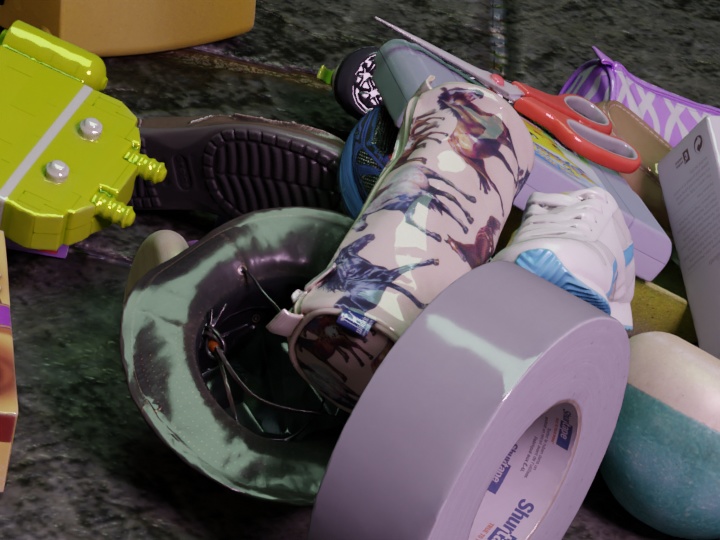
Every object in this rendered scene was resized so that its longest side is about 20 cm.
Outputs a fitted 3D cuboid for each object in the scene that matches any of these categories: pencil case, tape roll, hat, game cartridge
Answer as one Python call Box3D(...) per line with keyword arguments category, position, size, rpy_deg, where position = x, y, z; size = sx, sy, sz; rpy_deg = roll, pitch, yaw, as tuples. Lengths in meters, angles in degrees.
Box3D(category="pencil case", position=(0.028, -0.017, 1.376), size=(0.089, 0.078, 0.200), rpy_deg=(40, 52, -16))
Box3D(category="tape roll", position=(0.057, 0.098, 1.273), size=(0.066, 0.200, 0.200), rpy_deg=(28, 31, 24))
Box3D(category="hat", position=(-0.042, 0.064, 1.400), size=(0.200, 0.081, 0.201), rpy_deg=(8, 53, -11))
Box3D(category="game cartridge", position=(0.102, -0.068, 1.555), size=(0.200, 0.040, 0.133), rpy_deg=(30, 18, -20))
Box3D(category="pencil case", position=(0.230, -0.089, 1.775), size=(0.200, 0.086, 0.084), rpy_deg=(15, 29, -30))

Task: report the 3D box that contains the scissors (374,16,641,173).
Box3D(category="scissors", position=(0.097, -0.111, 1.579), size=(0.200, 0.014, 0.073), rpy_deg=(21, 31, -35))

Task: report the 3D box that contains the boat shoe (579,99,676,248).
Box3D(category="boat shoe", position=(0.230, -0.048, 1.674), size=(0.200, 0.065, 0.071), rpy_deg=(43, 35, -8))

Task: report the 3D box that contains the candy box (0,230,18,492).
Box3D(category="candy box", position=(-0.254, 0.041, 1.385), size=(0.117, 0.056, 0.200), rpy_deg=(6, 28, -14))

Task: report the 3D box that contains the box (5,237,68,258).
Box3D(category="box", position=(-0.274, -0.084, 1.585), size=(0.200, 0.039, 0.137), rpy_deg=(10, 45, -8))

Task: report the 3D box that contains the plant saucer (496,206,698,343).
Box3D(category="plant saucer", position=(0.124, -0.025, 1.636), size=(0.200, 0.048, 0.200), rpy_deg=(24, 17, -39))

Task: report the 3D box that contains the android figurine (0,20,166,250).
Box3D(category="android figurine", position=(-0.220, -0.082, 1.544), size=(0.200, 0.041, 0.182), rpy_deg=(25, 45, 9))

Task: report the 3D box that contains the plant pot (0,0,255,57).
Box3D(category="plant pot", position=(-0.204, -0.267, 1.845), size=(0.200, 0.200, 0.176), rpy_deg=(31, 43, 28))

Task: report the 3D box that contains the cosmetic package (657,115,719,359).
Box3D(category="cosmetic package", position=(0.264, 0.007, 1.573), size=(0.101, 0.071, 0.200), rpy_deg=(2, 63, -24))

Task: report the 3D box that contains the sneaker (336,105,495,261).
Box3D(category="sneaker", position=(0.046, -0.030, 1.497), size=(0.075, 0.078, 0.200), rpy_deg=(7, 43, -32))

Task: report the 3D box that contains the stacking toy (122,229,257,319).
Box3D(category="stacking toy", position=(-0.037, 0.031, 1.490), size=(0.200, 0.085, 0.085), rpy_deg=(9, 28, -22))

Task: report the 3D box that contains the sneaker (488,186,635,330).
Box3D(category="sneaker", position=(0.111, -0.007, 1.410), size=(0.076, 0.081, 0.200), rpy_deg=(-2, -4, 12))

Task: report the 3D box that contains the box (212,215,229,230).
Box3D(category="box", position=(0.000, 0.000, 1.606), size=(0.200, 0.032, 0.121), rpy_deg=(13, 28, -1))

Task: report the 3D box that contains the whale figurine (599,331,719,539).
Box3D(category="whale figurine", position=(0.177, 0.094, 1.468), size=(0.159, 0.104, 0.200), rpy_deg=(27, 0, -23))

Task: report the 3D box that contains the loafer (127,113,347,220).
Box3D(category="loafer", position=(-0.080, -0.075, 1.612), size=(0.200, 0.073, 0.071), rpy_deg=(10, 29, 26))

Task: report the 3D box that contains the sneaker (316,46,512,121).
Box3D(category="sneaker", position=(0.066, -0.112, 1.796), size=(0.200, 0.072, 0.083), rpy_deg=(25, -5, -11))
